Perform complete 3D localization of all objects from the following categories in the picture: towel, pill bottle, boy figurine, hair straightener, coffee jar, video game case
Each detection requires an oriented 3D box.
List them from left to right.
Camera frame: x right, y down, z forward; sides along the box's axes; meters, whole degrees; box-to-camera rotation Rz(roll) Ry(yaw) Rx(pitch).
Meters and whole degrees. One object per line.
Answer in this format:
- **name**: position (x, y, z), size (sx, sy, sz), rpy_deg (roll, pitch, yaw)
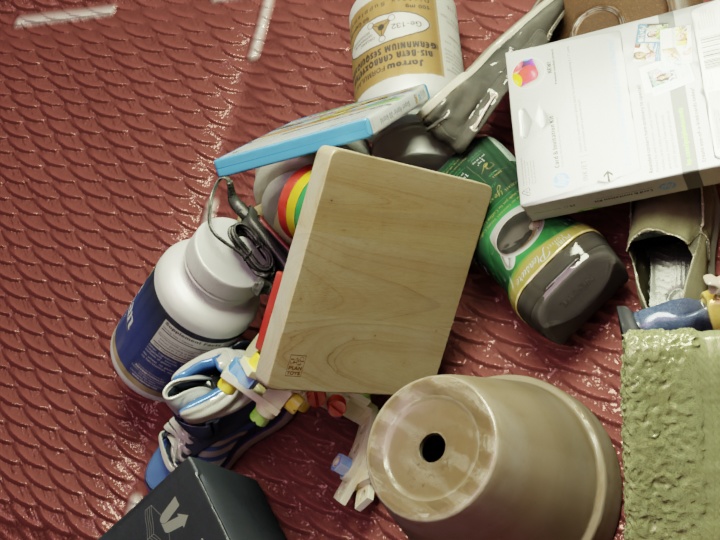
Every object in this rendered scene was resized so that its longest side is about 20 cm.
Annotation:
- **pill bottle**: position (-0.168, 0.038, 1.209), size (0.200, 0.110, 0.112), rpy_deg (-49, 46, 42)
- **hair straightener**: position (-0.077, -0.007, 1.125), size (0.041, 0.077, 0.200), rpy_deg (-42, 83, 29)
- **video game case**: position (-0.028, -0.126, 1.067), size (0.142, 0.200, 0.018), rpy_deg (-13, 102, 20)
- **pill bottle**: position (0.050, -0.181, 1.215), size (0.114, 0.114, 0.201), rpy_deg (-17, 62, 25)
- **coffee jar**: position (0.148, -0.028, 1.104), size (0.104, 0.085, 0.200), rpy_deg (-44, 53, 5)
- **towel**: position (0.271, 0.139, 0.921), size (0.147, 0.036, 0.202), rpy_deg (-4, 99, 8)
- **boy figurine**: position (0.308, 0.048, 0.958), size (0.198, 0.125, 0.065), rpy_deg (-11, 38, 9)

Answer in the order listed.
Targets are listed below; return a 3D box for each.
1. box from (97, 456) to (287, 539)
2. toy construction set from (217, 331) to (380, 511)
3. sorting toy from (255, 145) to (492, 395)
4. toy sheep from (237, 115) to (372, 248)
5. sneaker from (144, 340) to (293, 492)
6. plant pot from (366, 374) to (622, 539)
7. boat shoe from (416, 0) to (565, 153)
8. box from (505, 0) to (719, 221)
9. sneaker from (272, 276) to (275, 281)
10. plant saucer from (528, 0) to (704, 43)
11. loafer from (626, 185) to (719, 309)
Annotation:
- **box**: position (-0.158, 0.320, 1.124), size (0.200, 0.117, 0.197), rpy_deg (-42, 54, 11)
- **toy construction set**: position (-0.040, 0.123, 1.111), size (0.092, 0.200, 0.131), rpy_deg (-39, 21, 10)
- **sorting toy**: position (0.000, 0.000, 1.039), size (0.069, 0.199, 0.200), rpy_deg (24, 101, 44)
- **toy sheep**: position (-0.048, -0.091, 1.231), size (0.137, 0.138, 0.201), rpy_deg (-13, 44, 27)
- **sneaker**: position (-0.170, 0.147, 1.189), size (0.199, 0.146, 0.081), rpy_deg (-36, 55, 14)
- **plant pot**: position (0.095, 0.165, 1.000), size (0.199, 0.173, 0.201), rpy_deg (-14, 62, 27)
- **boat shoe**: position (0.135, -0.187, 1.148), size (0.200, 0.057, 0.067), rpy_deg (-43, 5, -21)
- **box**: position (0.230, -0.137, 1.036), size (0.199, 0.041, 0.157), rpy_deg (-11, 66, 19)
- **sneaker**: position (-0.018, 0.039, 1.185), size (0.199, 0.077, 0.076), rpy_deg (17, 77, 34)
- **plant saucer**: position (0.234, -0.226, 1.172), size (0.199, 0.032, 0.202), rpy_deg (-12, 65, 27)
- **loafer**: position (0.269, -0.031, 1.039), size (0.075, 0.070, 0.201), rpy_deg (-14, 63, 27)
